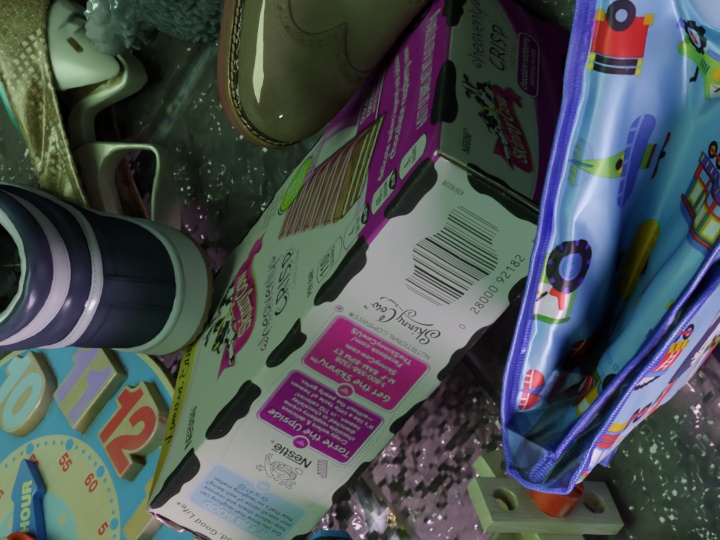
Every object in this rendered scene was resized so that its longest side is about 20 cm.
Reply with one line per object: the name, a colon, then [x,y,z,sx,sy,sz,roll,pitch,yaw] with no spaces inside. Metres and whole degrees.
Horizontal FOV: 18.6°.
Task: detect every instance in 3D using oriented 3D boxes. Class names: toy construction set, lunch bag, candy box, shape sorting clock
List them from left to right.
shape sorting clock: [-0.137,0.121,0.916,0.199,0.039,0.202,-19,59,33]
candy box: [0.000,0.000,0.832,0.061,0.137,0.200,29,123,-15]
toy construction set: [0.020,0.157,0.847,0.092,0.130,0.201,-104,36,-59]
lunch bag: [0.104,-0.023,0.722,0.094,0.150,0.201,27,115,15]

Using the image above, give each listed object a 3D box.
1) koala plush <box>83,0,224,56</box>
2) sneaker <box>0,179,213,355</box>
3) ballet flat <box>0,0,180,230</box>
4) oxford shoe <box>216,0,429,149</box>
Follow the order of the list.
koala plush: [-0.073,-0.183,0.879,0.176,0.184,0.201,-8,111,28]
sneaker: [-0.165,-0.005,0.899,0.199,0.108,0.071,7,90,41]
ballet flat: [-0.118,-0.059,0.978,0.065,0.070,0.202,-18,89,21]
oxford shoe: [0.014,-0.133,0.800,0.075,0.070,0.201,27,90,55]
